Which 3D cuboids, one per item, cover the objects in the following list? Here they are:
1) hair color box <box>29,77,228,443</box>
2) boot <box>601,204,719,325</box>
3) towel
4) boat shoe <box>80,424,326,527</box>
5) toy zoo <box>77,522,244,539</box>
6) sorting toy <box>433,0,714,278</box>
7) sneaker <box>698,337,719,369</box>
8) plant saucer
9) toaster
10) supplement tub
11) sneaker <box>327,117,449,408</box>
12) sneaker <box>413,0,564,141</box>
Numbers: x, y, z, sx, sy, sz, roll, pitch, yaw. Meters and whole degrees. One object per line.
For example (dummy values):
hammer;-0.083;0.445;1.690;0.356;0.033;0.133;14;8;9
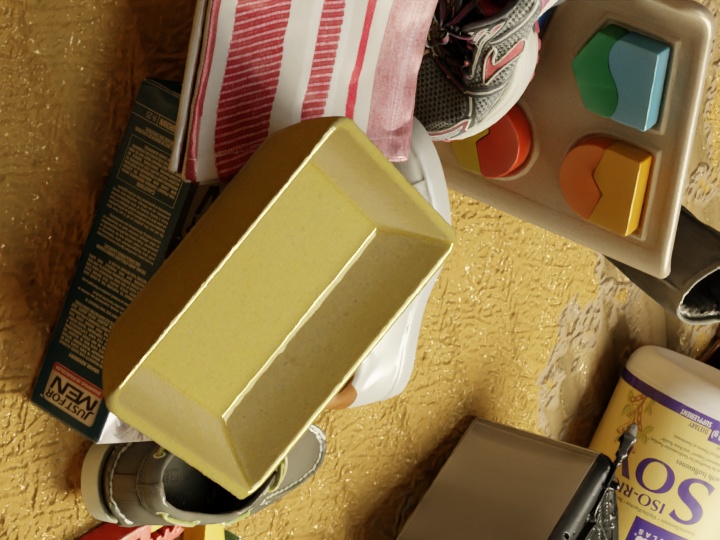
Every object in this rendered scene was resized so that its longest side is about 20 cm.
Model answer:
hair color box;-0.107;-0.004;1.585;0.100;0.060;0.201;1;113;-56
boot;0.190;-0.043;1.855;0.181;0.200;0.073;-19;130;-48
towel;-0.024;-0.123;1.542;0.200;0.023;0.145;-10;115;-52
boat shoe;-0.082;0.121;1.696;0.201;0.060;0.073;-6;97;-52
toy zoo;-0.145;0.207;1.731;0.200;0.020;0.132;-30;136;-42
sorting toy;0.120;-0.104;1.718;0.036;0.185;0.201;-38;142;-44
sneaker;0.274;0.125;2.248;0.201;0.073;0.085;-62;142;-16
plant saucer;-0.053;0.014;1.549;0.200;0.048;0.200;-51;152;-2
toaster;0.109;0.220;1.992;0.200;0.118;0.181;-55;153;-36
supplement tub;0.237;0.174;2.148;0.145;0.145;0.201;13;103;-58
sneaker;0.000;0.000;1.718;0.084;0.073;0.201;-18;124;-41
sneaker;0.068;-0.151;1.661;0.075;0.081;0.200;-32;160;-41
